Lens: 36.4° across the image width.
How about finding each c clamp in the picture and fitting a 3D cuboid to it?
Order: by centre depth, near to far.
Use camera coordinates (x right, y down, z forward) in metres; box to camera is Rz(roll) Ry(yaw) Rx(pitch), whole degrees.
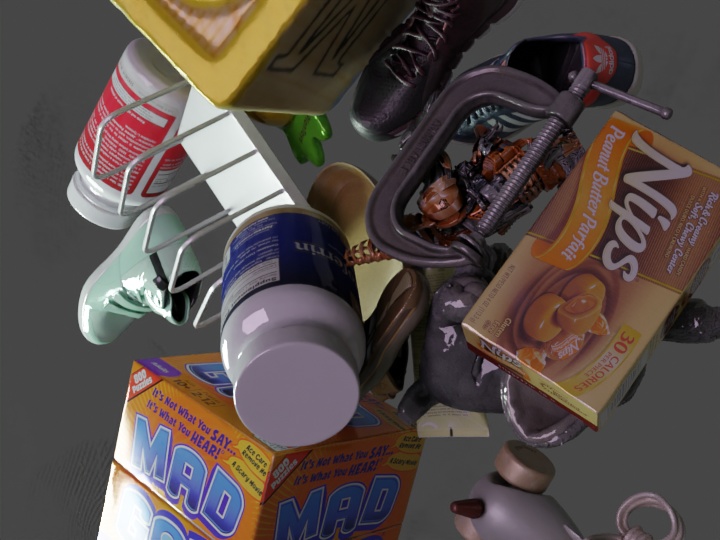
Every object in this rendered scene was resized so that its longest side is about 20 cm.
[{"bbox_3d":[0.097,-0.077,0.797,0.171,0.027,0.200,36,85,37],"label":"c clamp"}]

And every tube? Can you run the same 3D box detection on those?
[{"bbox_3d":[0.069,0.048,0.970,0.058,0.051,0.202,163,100,-79],"label":"tube"}]

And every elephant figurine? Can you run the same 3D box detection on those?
[{"bbox_3d":[0.151,0.074,0.848,0.199,0.141,0.156,29,140,22],"label":"elephant figurine"}]

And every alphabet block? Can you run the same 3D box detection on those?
[{"bbox_3d":[-0.073,-0.258,0.886,0.195,0.200,0.197,44,109,11],"label":"alphabet block"}]

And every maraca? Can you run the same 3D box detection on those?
[{"bbox_3d":[-0.083,-0.192,1.064,0.201,0.106,0.137,58,159,19],"label":"maraca"}]

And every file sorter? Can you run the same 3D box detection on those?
[{"bbox_3d":[-0.153,-0.065,1.058,0.201,0.124,0.139,54,153,9],"label":"file sorter"}]

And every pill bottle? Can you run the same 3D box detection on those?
[{"bbox_3d":[-0.055,0.041,0.881,0.116,0.115,0.201,-59,20,26],"label":"pill bottle"},{"bbox_3d":[-0.246,-0.147,1.212,0.200,0.112,0.113,-53,58,29],"label":"pill bottle"}]

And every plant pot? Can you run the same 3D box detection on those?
[{"bbox_3d":[0.000,0.000,1.009,0.200,0.027,0.202,28,122,58],"label":"plant pot"}]

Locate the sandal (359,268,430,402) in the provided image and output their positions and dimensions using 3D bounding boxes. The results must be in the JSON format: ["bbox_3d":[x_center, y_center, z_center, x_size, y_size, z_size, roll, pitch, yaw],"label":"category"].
[{"bbox_3d":[0.021,0.071,0.908,0.200,0.054,0.081,125,159,-49],"label":"sandal"}]

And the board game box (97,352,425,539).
[{"bbox_3d":[-0.094,0.205,1.016,0.199,0.199,0.202,25,107,39],"label":"board game box"}]

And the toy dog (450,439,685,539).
[{"bbox_3d":[0.145,0.221,0.865,0.199,0.096,0.133,18,103,41],"label":"toy dog"}]

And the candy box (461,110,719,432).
[{"bbox_3d":[0.176,-0.002,0.779,0.115,0.055,0.201,33,77,21],"label":"candy box"}]

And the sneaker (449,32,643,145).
[{"bbox_3d":[0.124,-0.151,0.888,0.199,0.084,0.076,-13,82,42],"label":"sneaker"}]

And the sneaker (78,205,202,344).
[{"bbox_3d":[-0.251,0.038,1.241,0.201,0.073,0.119,-53,51,26],"label":"sneaker"}]

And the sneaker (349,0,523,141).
[{"bbox_3d":[0.049,-0.204,0.891,0.076,0.115,0.200,41,91,22],"label":"sneaker"}]

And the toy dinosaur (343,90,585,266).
[{"bbox_3d":[0.075,-0.064,0.859,0.136,0.198,0.103,-98,-5,-53],"label":"toy dinosaur"}]
